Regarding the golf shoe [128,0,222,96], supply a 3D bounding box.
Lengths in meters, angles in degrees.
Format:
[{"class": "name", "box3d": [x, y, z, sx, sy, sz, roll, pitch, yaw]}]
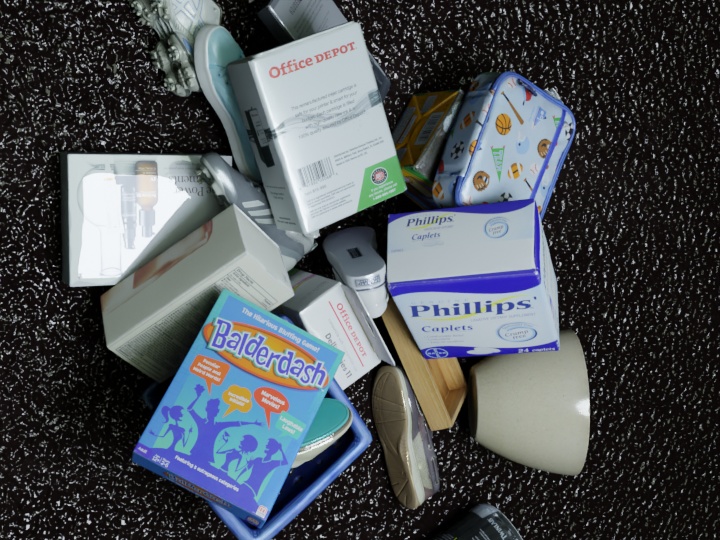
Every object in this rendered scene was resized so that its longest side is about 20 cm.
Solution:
[{"class": "golf shoe", "box3d": [-0.213, -0.312, 1.209, 0.097, 0.078, 0.202, -33, 116, -38]}]

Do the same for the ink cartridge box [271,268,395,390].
[{"class": "ink cartridge box", "box3d": [-0.048, 0.072, 1.253, 0.067, 0.199, 0.118, -34, 109, -19]}]

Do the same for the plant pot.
[{"class": "plant pot", "box3d": [-0.136, 0.173, 1.229, 0.200, 0.179, 0.201, -40, 112, -13]}]

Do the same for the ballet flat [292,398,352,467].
[{"class": "ballet flat", "box3d": [-0.103, 0.194, 1.120, 0.198, 0.069, 0.070, -15, 102, -20]}]

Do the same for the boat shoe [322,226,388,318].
[{"class": "boat shoe", "box3d": [0.000, 0.000, 1.277, 0.071, 0.200, 0.067, -14, 111, -9]}]

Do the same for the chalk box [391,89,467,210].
[{"class": "chalk box", "box3d": [0.140, -0.130, 1.369, 0.199, 0.124, 0.126, 37, 79, -26]}]

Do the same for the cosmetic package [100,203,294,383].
[{"class": "cosmetic package", "box3d": [-0.189, 0.028, 1.178, 0.199, 0.088, 0.103, -32, 137, 11]}]

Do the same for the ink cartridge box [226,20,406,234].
[{"class": "ink cartridge box", "box3d": [-0.049, -0.162, 1.162, 0.145, 0.083, 0.202, -24, 107, -25]}]

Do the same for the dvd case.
[{"class": "dvd case", "box3d": [-0.039, -0.271, 1.265, 0.200, 0.025, 0.151, 50, 33, -22]}]

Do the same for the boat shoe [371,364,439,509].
[{"class": "boat shoe", "box3d": [0.067, 0.222, 1.406, 0.064, 0.071, 0.203, -17, 99, -38]}]

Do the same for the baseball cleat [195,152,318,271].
[{"class": "baseball cleat", "box3d": [-0.114, -0.085, 1.222, 0.106, 0.070, 0.201, -37, 136, -6]}]

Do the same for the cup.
[{"class": "cup", "box3d": [0.225, 0.184, 1.429, 0.141, 0.200, 0.203, -1, 97, -1]}]

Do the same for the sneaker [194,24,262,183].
[{"class": "sneaker", "box3d": [-0.124, -0.198, 1.208, 0.074, 0.081, 0.202, -52, 131, -40]}]

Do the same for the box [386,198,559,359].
[{"class": "box", "box3d": [0.142, 0.017, 1.259, 0.201, 0.181, 0.106, 60, 29, -54]}]

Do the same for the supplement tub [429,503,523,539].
[{"class": "supplement tub", "box3d": [0.131, 0.428, 1.429, 0.199, 0.122, 0.124, -31, 109, -19]}]

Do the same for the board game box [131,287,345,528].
[{"class": "board game box", "box3d": [-0.124, 0.140, 1.070, 0.151, 0.045, 0.202, 27, 63, -2]}]

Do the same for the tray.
[{"class": "tray", "box3d": [0.085, 0.104, 1.388, 0.202, 0.037, 0.099, 67, 28, -18]}]

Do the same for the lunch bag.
[{"class": "lunch bag", "box3d": [0.185, -0.142, 1.282, 0.159, 0.075, 0.202, 27, 83, -30]}]

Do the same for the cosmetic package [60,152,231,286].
[{"class": "cosmetic package", "box3d": [-0.252, -0.062, 1.219, 0.198, 0.052, 0.153, -3, 100, -27]}]
